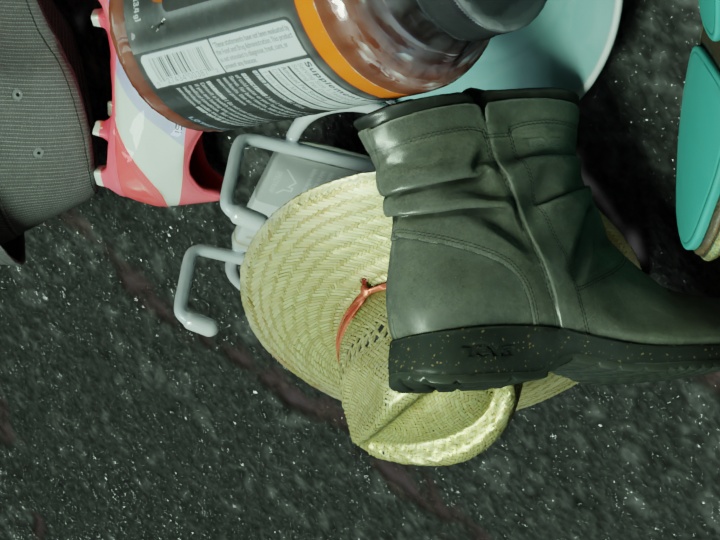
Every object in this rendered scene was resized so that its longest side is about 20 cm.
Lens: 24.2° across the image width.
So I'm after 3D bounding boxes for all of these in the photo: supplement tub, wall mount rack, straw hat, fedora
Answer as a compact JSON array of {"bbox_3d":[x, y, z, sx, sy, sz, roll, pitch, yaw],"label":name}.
[{"bbox_3d":[-0.013,-0.122,0.723,0.199,0.107,0.107,-5,116,46],"label":"supplement tub"},{"bbox_3d":[0.000,0.000,0.874,0.173,0.075,0.200,14,148,-12],"label":"wall mount rack"},{"bbox_3d":[0.034,0.044,0.792,0.200,0.085,0.202,4,139,3],"label":"straw hat"},{"bbox_3d":[-0.203,-0.104,0.952,0.177,0.090,0.201,-113,4,-77],"label":"fedora"}]

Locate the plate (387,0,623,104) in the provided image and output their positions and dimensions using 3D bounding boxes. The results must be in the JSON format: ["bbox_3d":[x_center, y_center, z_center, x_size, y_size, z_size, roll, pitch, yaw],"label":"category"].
[{"bbox_3d":[0.036,-0.154,0.753,0.200,0.026,0.201,26,135,29],"label":"plate"}]

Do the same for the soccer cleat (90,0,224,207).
[{"bbox_3d":[-0.104,-0.122,0.902,0.076,0.067,0.201,8,126,2],"label":"soccer cleat"}]

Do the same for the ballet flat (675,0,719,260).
[{"bbox_3d":[0.160,-0.089,0.656,0.070,0.071,0.201,21,133,33],"label":"ballet flat"}]

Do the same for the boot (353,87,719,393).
[{"bbox_3d":[0.095,-0.017,0.723,0.068,0.199,0.131,-19,73,63],"label":"boot"}]
